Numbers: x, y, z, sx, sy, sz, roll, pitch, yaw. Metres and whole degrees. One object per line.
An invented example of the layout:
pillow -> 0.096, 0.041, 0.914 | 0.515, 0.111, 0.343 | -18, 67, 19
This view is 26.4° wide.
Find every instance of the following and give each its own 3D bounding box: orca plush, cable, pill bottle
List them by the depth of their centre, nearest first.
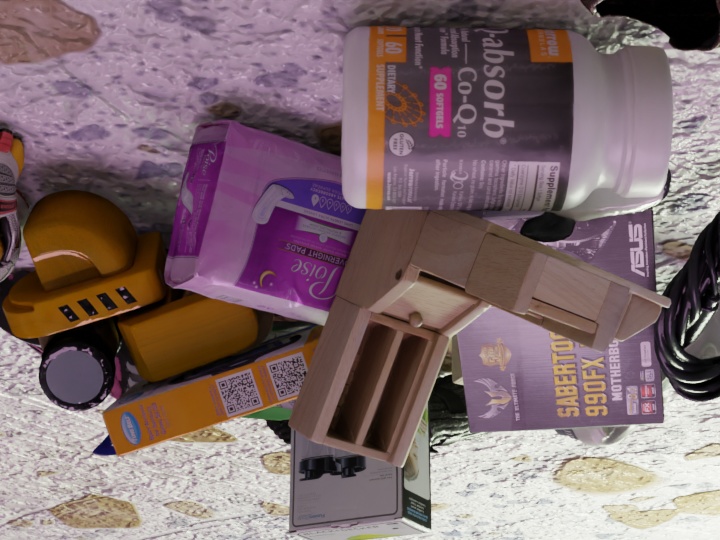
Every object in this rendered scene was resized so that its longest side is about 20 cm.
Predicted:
pill bottle -> 0.088, -0.095, 0.965 | 0.199, 0.117, 0.116 | 0, 156, 0
orca plush -> 0.112, -0.073, 1.071 | 0.199, 0.106, 0.071 | -7, -174, 10
cable -> 0.292, 0.019, 1.163 | 0.163, 0.051, 0.200 | 6, 119, -44

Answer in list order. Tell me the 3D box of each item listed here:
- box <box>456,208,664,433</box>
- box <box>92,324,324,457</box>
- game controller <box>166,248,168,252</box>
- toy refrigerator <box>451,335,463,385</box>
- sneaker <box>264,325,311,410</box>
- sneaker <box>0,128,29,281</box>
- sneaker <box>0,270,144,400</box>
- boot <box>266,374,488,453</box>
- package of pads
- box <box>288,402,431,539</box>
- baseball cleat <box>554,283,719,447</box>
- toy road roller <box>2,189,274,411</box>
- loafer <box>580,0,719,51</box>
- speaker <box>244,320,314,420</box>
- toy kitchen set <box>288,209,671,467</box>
box -> 0.153, 0.032, 1.201 | 0.158, 0.048, 0.200 | -4, 120, 9
box -> -0.107, 0.089, 1.162 | 0.200, 0.042, 0.119 | -16, -175, 4
game controller -> -0.114, 0.012, 1.314 | 0.199, 0.042, 0.104 | 7, 169, -13
toy refrigerator -> 0.160, 0.048, 1.333 | 0.076, 0.070, 0.200 | 12, 154, -24
sneaker -> -0.086, 0.085, 1.260 | 0.199, 0.075, 0.082 | 10, -162, 15
sneaker -> -0.293, -0.032, 1.157 | 0.078, 0.082, 0.200 | 4, 156, -7
sneaker -> -0.226, 0.064, 1.356 | 0.200, 0.080, 0.086 | 32, 168, 2
boot -> 0.015, 0.133, 1.519 | 0.211, 0.080, 0.158 | 20, -156, 35
package of pads -> -0.035, -0.024, 1.106 | 0.200, 0.121, 0.076 | 16, 174, -29
box -> -0.001, 0.139, 1.382 | 0.116, 0.200, 0.060 | -13, 154, 26
baseball cleat -> 0.243, 0.073, 1.329 | 0.200, 0.070, 0.106 | -35, -163, -20
toy road roller -> -0.174, 0.004, 1.171 | 0.200, 0.123, 0.146 | -17, 110, 2
loafer -> 0.203, -0.153, 0.883 | 0.199, 0.072, 0.073 | 8, 155, -15
speaker -> -0.097, 0.087, 1.372 | 0.200, 0.089, 0.088 | 1, 159, 31
toy kitchen set -> 0.091, 0.067, 1.030 | 0.163, 0.181, 0.200 | 20, -178, -31
